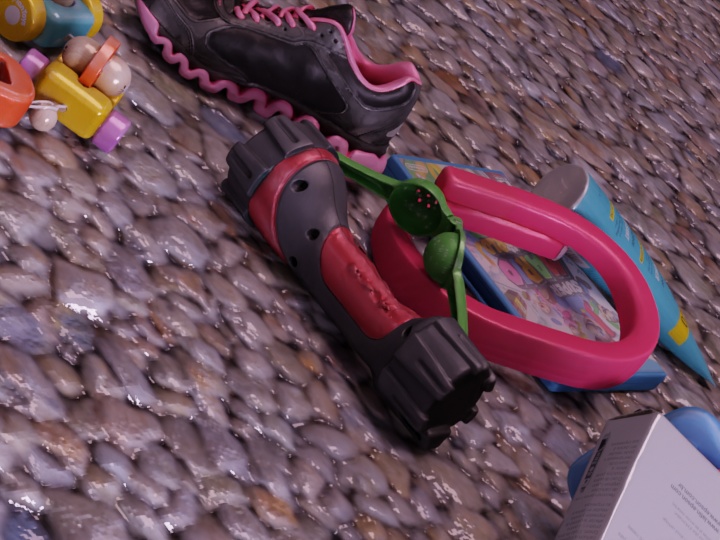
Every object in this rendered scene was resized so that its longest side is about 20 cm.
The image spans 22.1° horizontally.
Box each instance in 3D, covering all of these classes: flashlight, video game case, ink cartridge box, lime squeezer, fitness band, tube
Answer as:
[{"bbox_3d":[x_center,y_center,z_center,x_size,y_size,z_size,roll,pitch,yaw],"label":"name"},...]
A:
[{"bbox_3d":[0.000,0.000,1.025,0.200,0.068,0.068,50,-8,29],"label":"flashlight"},{"bbox_3d":[0.111,0.002,1.251,0.143,0.018,0.200,5,43,-54],"label":"video game case"},{"bbox_3d":[0.153,0.203,0.858,0.200,0.041,0.200,44,55,-20],"label":"ink cartridge box"},{"bbox_3d":[0.034,-0.021,1.083,0.070,0.038,0.200,4,43,-48],"label":"lime squeezer"},{"bbox_3d":[0.099,0.006,1.169,0.199,0.037,0.144,17,40,-23],"label":"fitness band"},{"bbox_3d":[0.191,0.005,1.313,0.200,0.050,0.078,45,23,-35],"label":"tube"}]

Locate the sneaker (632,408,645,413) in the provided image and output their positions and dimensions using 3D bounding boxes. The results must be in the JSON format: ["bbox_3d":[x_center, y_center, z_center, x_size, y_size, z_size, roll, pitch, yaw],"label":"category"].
[{"bbox_3d":[0.242,0.149,1.121,0.200,0.078,0.075,40,24,-3],"label":"sneaker"}]

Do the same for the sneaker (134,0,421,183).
[{"bbox_3d":[-0.047,-0.143,1.174,0.200,0.095,0.079,31,27,-17],"label":"sneaker"}]

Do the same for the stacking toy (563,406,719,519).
[{"bbox_3d":[0.129,0.165,0.926,0.116,0.110,0.200,57,37,-1],"label":"stacking toy"}]

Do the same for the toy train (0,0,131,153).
[{"bbox_3d":[-0.188,-0.139,1.007,0.150,0.056,0.200,25,29,-32],"label":"toy train"}]
